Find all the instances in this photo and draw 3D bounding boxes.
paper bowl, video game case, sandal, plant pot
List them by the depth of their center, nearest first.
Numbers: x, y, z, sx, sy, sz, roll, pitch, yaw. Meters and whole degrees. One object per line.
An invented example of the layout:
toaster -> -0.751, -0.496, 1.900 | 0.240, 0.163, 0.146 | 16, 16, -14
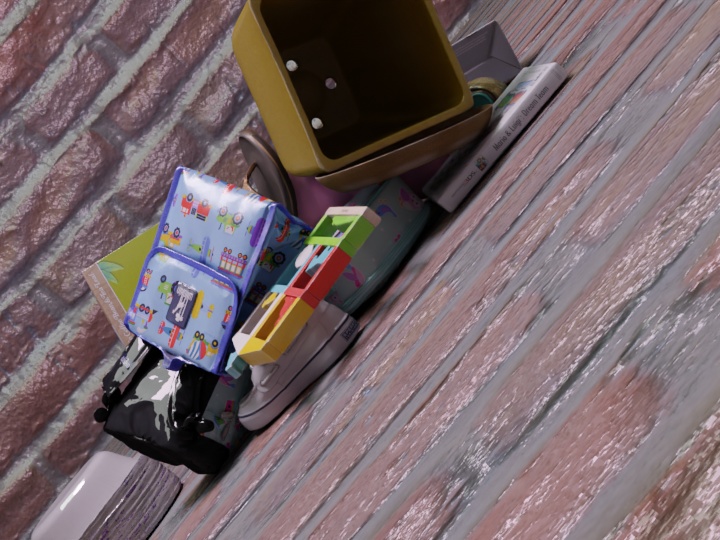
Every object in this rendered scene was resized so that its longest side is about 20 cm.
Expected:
plant pot -> 0.049, -0.123, 1.538 | 0.198, 0.028, 0.200 | -22, 8, 3
video game case -> 0.137, -0.143, 1.573 | 0.182, 0.024, 0.200 | -50, 6, 3
plant pot -> -0.030, -0.212, 1.614 | 0.193, 0.197, 0.200 | -25, 2, -22
sandal -> -0.108, -0.062, 1.702 | 0.054, 0.202, 0.082 | -18, 12, -25
paper bowl -> -0.314, 0.298, 1.769 | 0.201, 0.104, 0.201 | -49, 7, 8

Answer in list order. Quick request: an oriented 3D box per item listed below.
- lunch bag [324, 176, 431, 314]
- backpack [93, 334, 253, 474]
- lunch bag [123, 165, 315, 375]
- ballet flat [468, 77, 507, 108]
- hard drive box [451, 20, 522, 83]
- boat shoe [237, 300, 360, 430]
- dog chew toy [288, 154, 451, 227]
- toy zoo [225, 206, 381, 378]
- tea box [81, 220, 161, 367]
lunch bag -> -0.016, -0.006, 1.598 | 0.161, 0.077, 0.200 | -55, 8, -34
backpack -> -0.174, 0.113, 1.621 | 0.166, 0.127, 0.201 | 12, 66, 34
lunch bag -> -0.158, 0.013, 1.560 | 0.094, 0.150, 0.202 | 32, -99, -54
ballet flat -> 0.093, -0.177, 1.750 | 0.199, 0.071, 0.071 | -19, 24, 36
hard drive box -> 0.107, -0.239, 1.932 | 0.155, 0.077, 0.200 | -31, 4, -8
boat shoe -> -0.076, 0.089, 1.496 | 0.200, 0.065, 0.074 | -45, 8, 37
dog chew toy -> 0.010, -0.107, 1.724 | 0.198, 0.126, 0.125 | -15, 18, 17
toy zoo -> -0.064, 0.022, 1.445 | 0.201, 0.020, 0.131 | -54, 15, -9
tea box -> -0.220, 0.031, 1.875 | 0.196, 0.134, 0.200 | -32, -17, -6
